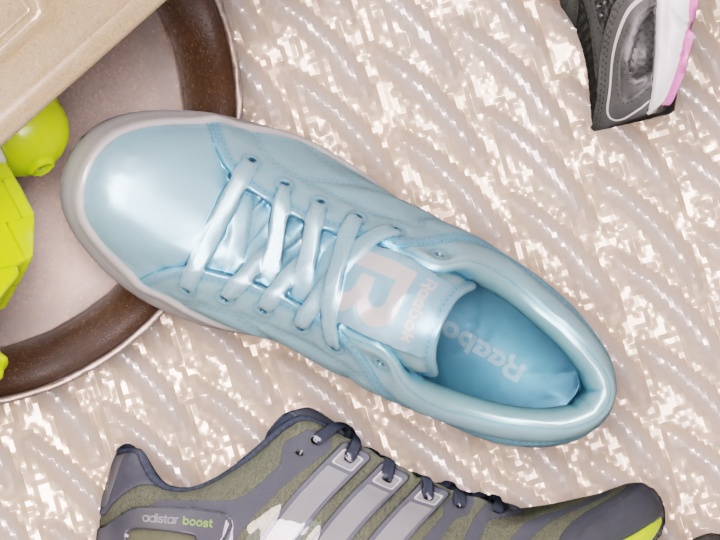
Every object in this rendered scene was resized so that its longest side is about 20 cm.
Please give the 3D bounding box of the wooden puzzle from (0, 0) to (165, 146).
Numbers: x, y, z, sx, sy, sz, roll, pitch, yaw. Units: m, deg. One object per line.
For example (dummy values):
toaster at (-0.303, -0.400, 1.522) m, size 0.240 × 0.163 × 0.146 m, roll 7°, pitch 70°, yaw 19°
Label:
wooden puzzle at (-0.135, -0.137, 0.853) m, size 0.200 × 0.046 × 0.186 m, roll -41°, pitch 105°, yaw -7°

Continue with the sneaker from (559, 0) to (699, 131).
sneaker at (0.065, -0.141, 0.986) m, size 0.086 × 0.080 × 0.201 m, roll -8°, pitch 74°, yaw 1°

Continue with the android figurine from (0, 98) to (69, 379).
android figurine at (-0.178, -0.040, 0.900) m, size 0.181 × 0.041 × 0.201 m, roll -13°, pitch 63°, yaw -35°

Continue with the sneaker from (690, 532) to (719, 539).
sneaker at (0.164, 0.175, 0.956) m, size 0.076 × 0.091 × 0.201 m, roll -33°, pitch 87°, yaw -3°

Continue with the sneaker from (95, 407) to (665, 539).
sneaker at (0.004, 0.084, 0.963) m, size 0.198 × 0.074 × 0.082 m, roll -6°, pitch 83°, yaw -6°

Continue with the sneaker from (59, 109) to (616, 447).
sneaker at (0.000, 0.000, 0.943) m, size 0.199 × 0.082 × 0.074 m, roll 22°, pitch 84°, yaw -15°

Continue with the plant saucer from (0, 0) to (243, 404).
plant saucer at (-0.140, -0.053, 0.983) m, size 0.199 × 0.032 × 0.202 m, roll 0°, pitch 87°, yaw -4°
